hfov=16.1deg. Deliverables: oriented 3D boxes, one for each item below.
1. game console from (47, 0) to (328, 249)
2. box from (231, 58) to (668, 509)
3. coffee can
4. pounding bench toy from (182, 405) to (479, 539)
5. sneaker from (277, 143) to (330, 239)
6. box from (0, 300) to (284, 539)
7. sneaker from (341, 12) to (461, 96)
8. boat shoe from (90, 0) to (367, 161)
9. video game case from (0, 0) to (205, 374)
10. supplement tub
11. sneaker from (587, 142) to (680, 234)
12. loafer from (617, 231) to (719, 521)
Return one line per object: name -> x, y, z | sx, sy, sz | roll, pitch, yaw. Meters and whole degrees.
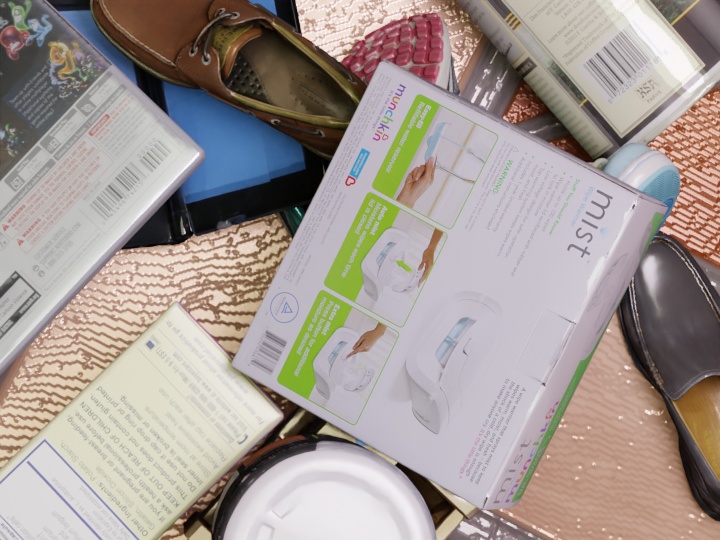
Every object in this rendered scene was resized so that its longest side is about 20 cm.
game console -> -0.134, -0.123, 1.595 | 0.170, 0.118, 0.201 | -6, 80, -32
box -> 0.053, 0.009, 1.473 | 0.176, 0.097, 0.201 | 27, 96, 16
coffee can -> 0.144, -0.183, 1.620 | 0.146, 0.146, 0.200 | -41, 91, -5
pounding bench toy -> 0.002, 0.185, 1.602 | 0.200, 0.124, 0.156 | 42, 85, -1
sneaker -> 0.000, 0.000, 1.633 | 0.077, 0.080, 0.201 | -34, 91, -5
box -> -0.151, 0.124, 1.567 | 0.200, 0.176, 0.097 | -43, 90, -5
sneaker -> 0.033, -0.079, 1.619 | 0.080, 0.075, 0.201 | -18, 50, 21
boat shoe -> -0.076, -0.137, 1.553 | 0.199, 0.068, 0.072 | 26, 84, 5
video game case -> -0.227, -0.061, 1.568 | 0.182, 0.023, 0.200 | 43, 85, 5
supplement tub -> -0.024, 0.155, 1.439 | 0.122, 0.200, 0.123 | 0, 88, -3
sneaker -> 0.120, -0.049, 1.592 | 0.079, 0.200, 0.131 | -35, 75, -25
loafer -> 0.223, 0.066, 1.650 | 0.072, 0.072, 0.201 | -24, 88, -4
